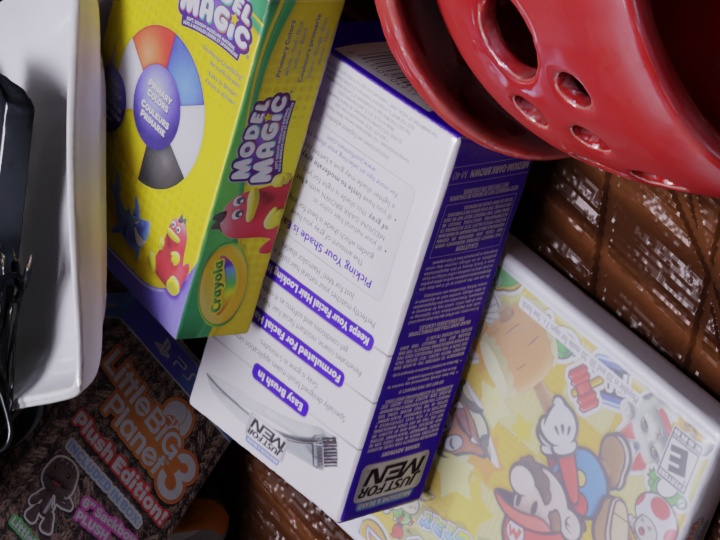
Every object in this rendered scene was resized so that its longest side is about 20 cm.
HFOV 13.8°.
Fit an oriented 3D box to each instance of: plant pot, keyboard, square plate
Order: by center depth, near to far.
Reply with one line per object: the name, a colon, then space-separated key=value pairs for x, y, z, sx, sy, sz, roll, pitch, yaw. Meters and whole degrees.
plant pot: x=0.118 y=-0.132 z=1.159 sx=0.182 sy=0.199 sz=0.202 roll=10 pitch=104 yaw=54
keyboard: x=-0.186 y=0.009 z=1.393 sx=0.104 sy=0.039 sz=0.202 roll=-154 pitch=68 yaw=-63
square plate: x=-0.160 y=-0.030 z=1.419 sx=0.198 sy=0.028 sz=0.202 roll=162 pitch=109 yaw=-63

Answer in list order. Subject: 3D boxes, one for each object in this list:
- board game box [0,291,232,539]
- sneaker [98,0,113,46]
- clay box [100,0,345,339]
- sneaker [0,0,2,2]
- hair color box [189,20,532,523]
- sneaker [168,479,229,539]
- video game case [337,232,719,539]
board game box: x=-0.182 y=0.117 z=1.508 sx=0.159 sy=0.200 sz=0.097 roll=-4 pitch=134 yaw=47
sneaker: x=-0.069 y=-0.102 z=1.453 sx=0.200 sy=0.088 sz=0.081 roll=39 pitch=105 yaw=10
clay box: x=-0.072 y=-0.084 z=1.350 sx=0.115 sy=0.047 sz=0.201 roll=42 pitch=127 yaw=42
sneaker: x=-0.214 y=-0.158 z=1.509 sx=0.200 sy=0.077 sz=0.086 roll=-32 pitch=46 yaw=36
hair color box: x=0.000 y=0.000 z=1.365 sx=0.109 sy=0.065 sz=0.201 roll=36 pitch=119 yaw=34
sneaker: x=-0.137 y=0.170 z=1.585 sx=0.199 sy=0.076 sz=0.092 roll=-23 pitch=116 yaw=33
video game case: x=0.074 y=0.092 z=1.366 sx=0.200 sy=0.023 sz=0.183 roll=40 pitch=124 yaw=35
